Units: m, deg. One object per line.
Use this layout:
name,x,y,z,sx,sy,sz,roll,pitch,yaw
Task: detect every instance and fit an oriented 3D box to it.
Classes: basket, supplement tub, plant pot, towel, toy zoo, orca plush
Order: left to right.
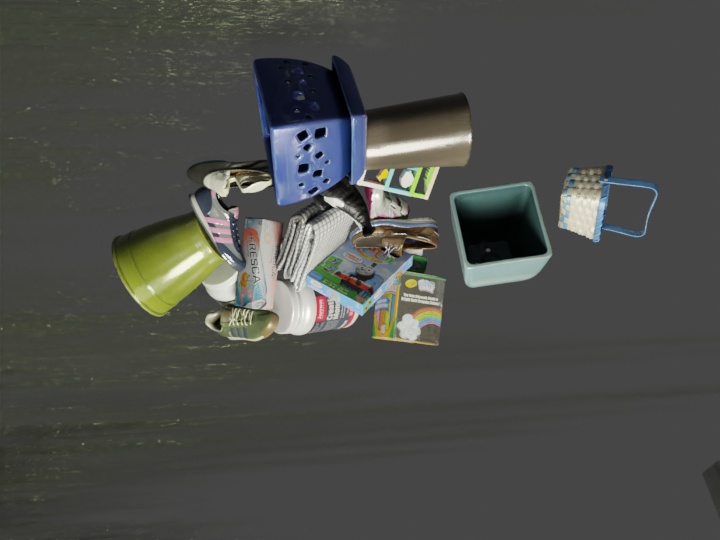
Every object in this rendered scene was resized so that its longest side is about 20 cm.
plant pot,-0.404,-0.033,1.615,0.192,0.201,0.201,-28,141,7
supplement tub,-0.284,0.033,1.751,0.139,0.141,0.200,-18,143,13
plant pot,-0.089,-0.265,1.346,0.178,0.201,0.201,-11,144,-8
supplement tub,-0.112,0.075,1.731,0.199,0.141,0.140,-6,150,-40
towel,-0.097,-0.074,1.617,0.085,0.165,0.201,36,134,15
orca plush,-0.035,-0.159,1.520,0.105,0.201,0.071,-26,169,-34
toy zoo,0.072,-0.228,1.521,0.198,0.020,0.132,10,113,-23
basket,0.099,-0.260,1.418,0.198,0.137,0.180,-7,173,-3
plant pot,0.315,-0.061,1.711,0.194,0.198,0.200,-8,154,0
basket,0.552,-0.151,1.649,0.198,0.140,0.177,17,149,18

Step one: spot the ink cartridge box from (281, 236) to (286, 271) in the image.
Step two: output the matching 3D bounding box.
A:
ink cartridge box,-0.147,-0.036,1.772,0.099,0.039,0.201,-11,145,3

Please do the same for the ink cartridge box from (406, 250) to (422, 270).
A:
ink cartridge box,0.075,-0.019,1.799,0.145,0.085,0.201,-7,144,-3

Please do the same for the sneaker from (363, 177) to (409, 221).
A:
sneaker,0.063,-0.145,1.638,0.087,0.082,0.200,-14,152,6

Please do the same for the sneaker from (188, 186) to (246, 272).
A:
sneaker,-0.285,-0.094,1.576,0.082,0.070,0.201,-28,108,4

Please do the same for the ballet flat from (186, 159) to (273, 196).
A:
ballet flat,-0.259,-0.191,1.511,0.198,0.069,0.068,-6,145,-3

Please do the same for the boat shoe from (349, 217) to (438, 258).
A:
boat shoe,0.076,-0.069,1.617,0.198,0.073,0.072,-9,152,-1

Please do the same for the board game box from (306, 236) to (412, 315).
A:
board game box,0.000,0.000,1.618,0.150,0.200,0.037,26,136,24

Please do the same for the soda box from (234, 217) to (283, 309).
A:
soda box,-0.227,-0.016,1.642,0.063,0.202,0.068,6,179,40

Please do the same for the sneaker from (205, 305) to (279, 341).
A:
sneaker,-0.280,0.118,1.678,0.090,0.068,0.199,30,152,-37

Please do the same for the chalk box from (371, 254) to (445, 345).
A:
chalk box,0.114,0.066,1.718,0.124,0.202,0.124,10,172,-24
